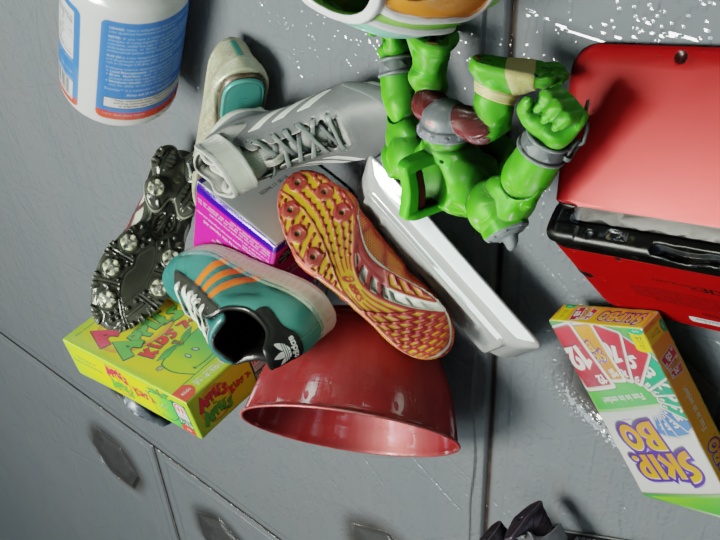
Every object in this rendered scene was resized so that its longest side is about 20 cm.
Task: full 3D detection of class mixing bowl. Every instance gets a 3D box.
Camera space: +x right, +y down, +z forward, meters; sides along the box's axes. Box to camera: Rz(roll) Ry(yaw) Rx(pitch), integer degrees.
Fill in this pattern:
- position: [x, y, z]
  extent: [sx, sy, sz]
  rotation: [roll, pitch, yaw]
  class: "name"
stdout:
- position: [-0.002, 0.097, 0.917]
  extent: [0.199, 0.109, 0.200]
  rotation: [8, 162, 3]
  class: "mixing bowl"

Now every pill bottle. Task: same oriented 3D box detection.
- position: [-0.207, -0.232, 0.884]
  extent: [0.112, 0.112, 0.200]
  rotation: [42, 145, 13]
  class: "pill bottle"

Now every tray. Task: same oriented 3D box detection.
- position: [0.062, -0.002, 0.829]
  extent: [0.200, 0.022, 0.107]
  rotation: [49, 170, 4]
  class: "tray"

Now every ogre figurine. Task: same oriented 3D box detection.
- position: [0.067, -0.097, 0.694]
  extent: [0.200, 0.098, 0.120]
  rotation: [24, 123, 27]
  class: "ogre figurine"

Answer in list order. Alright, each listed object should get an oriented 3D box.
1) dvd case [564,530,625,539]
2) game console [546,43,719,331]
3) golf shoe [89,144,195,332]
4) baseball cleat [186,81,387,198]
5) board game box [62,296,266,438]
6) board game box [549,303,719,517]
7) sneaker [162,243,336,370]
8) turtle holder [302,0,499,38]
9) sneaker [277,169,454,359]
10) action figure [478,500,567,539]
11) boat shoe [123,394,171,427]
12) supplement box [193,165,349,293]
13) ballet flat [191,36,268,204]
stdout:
- position: [0.260, 0.311, 0.922]
  extent: [0.200, 0.025, 0.151]
  rotation: [-6, 117, 52]
  class: "dvd case"
- position: [0.233, -0.042, 0.634]
  extent: [0.200, 0.119, 0.172]
  rotation: [14, 163, 42]
  class: "game console"
- position: [-0.208, -0.027, 1.019]
  extent: [0.077, 0.200, 0.088]
  rotation: [25, 166, -7]
  class: "golf shoe"
- position: [-0.054, -0.097, 0.812]
  extent: [0.200, 0.107, 0.070]
  rotation: [-6, 123, 38]
  class: "baseball cleat"
- position: [-0.188, 0.082, 0.979]
  extent: [0.200, 0.102, 0.048]
  rotation: [18, 138, 40]
  class: "board game box"
- position: [0.223, 0.113, 0.760]
  extent: [0.200, 0.030, 0.095]
  rotation: [56, 155, -20]
  class: "board game box"
- position: [-0.118, 0.032, 0.870]
  extent: [0.200, 0.080, 0.072]
  rotation: [14, 132, 41]
  class: "sneaker"
- position: [0.009, -0.223, 0.623]
  extent: [0.186, 0.132, 0.141]
  rotation: [44, 146, 9]
  class: "turtle holder"
- position: [0.000, 0.000, 0.848]
  extent: [0.200, 0.073, 0.077]
  rotation: [51, -179, 8]
  class: "sneaker"
- position: [0.193, 0.310, 0.919]
  extent: [0.200, 0.069, 0.130]
  rotation: [47, 137, -1]
  class: "action figure"
- position: [-0.186, 0.126, 1.126]
  extent: [0.071, 0.091, 0.200]
  rotation: [48, -173, 23]
  class: "boat shoe"
- position: [-0.093, -0.014, 0.962]
  extent: [0.103, 0.101, 0.200]
  rotation: [39, 145, 17]
  class: "supplement box"
- position: [-0.123, -0.132, 0.939]
  extent: [0.062, 0.067, 0.200]
  rotation: [66, 151, 30]
  class: "ballet flat"
